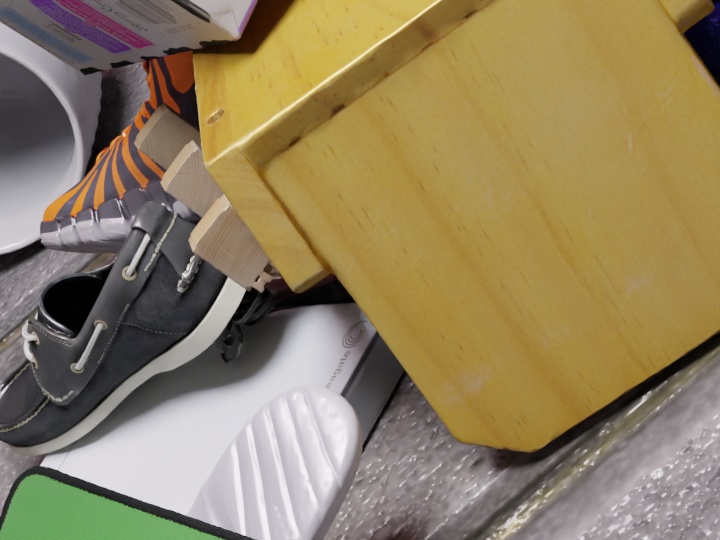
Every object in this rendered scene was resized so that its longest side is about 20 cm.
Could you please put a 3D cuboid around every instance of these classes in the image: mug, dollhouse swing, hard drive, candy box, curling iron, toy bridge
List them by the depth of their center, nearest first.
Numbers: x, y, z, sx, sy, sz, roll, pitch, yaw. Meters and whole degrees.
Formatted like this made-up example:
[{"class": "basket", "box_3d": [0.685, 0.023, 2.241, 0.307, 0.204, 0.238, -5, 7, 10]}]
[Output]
[{"class": "dollhouse swing", "box_3d": [0.062, -0.062, 0.907, 0.199, 0.176, 0.182, -35, 28, 13]}, {"class": "candy box", "box_3d": [-0.085, -0.184, 0.977, 0.200, 0.071, 0.169, -1, 62, 64]}, {"class": "toy bridge", "box_3d": [-0.059, -0.029, 0.988, 0.027, 0.067, 0.200, -52, 20, 6]}, {"class": "curling iron", "box_3d": [0.000, 0.000, 0.996, 0.199, 0.026, 0.050, -20, 35, 33]}, {"class": "hard drive", "box_3d": [-0.073, 0.075, 1.035, 0.199, 0.027, 0.132, -4, 47, 47]}, {"class": "mug", "box_3d": [-0.243, -0.096, 1.362, 0.176, 0.146, 0.201, -88, 23, -58]}]

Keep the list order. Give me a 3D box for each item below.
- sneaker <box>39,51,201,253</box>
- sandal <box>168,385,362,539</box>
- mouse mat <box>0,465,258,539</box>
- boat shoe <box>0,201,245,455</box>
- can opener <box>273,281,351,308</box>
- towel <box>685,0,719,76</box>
[{"class": "sneaker", "box_3d": [-0.103, -0.074, 1.158, 0.199, 0.077, 0.113, -15, 79, 42]}, {"class": "sandal", "box_3d": [-0.053, 0.144, 0.887, 0.207, 0.059, 0.079, -53, 50, 6]}, {"class": "mouse mat", "box_3d": [-0.098, 0.174, 0.865, 0.199, 0.008, 0.162, 13, 80, 39]}, {"class": "boat shoe", "box_3d": [-0.131, 0.028, 1.051, 0.200, 0.067, 0.072, -36, 31, 44]}, {"class": "can opener", "box_3d": [-0.007, -0.013, 1.065, 0.199, 0.054, 0.067, -9, 11, 45]}, {"class": "towel", "box_3d": [0.102, -0.111, 1.008, 0.199, 0.050, 0.148, -16, 21, 33]}]
